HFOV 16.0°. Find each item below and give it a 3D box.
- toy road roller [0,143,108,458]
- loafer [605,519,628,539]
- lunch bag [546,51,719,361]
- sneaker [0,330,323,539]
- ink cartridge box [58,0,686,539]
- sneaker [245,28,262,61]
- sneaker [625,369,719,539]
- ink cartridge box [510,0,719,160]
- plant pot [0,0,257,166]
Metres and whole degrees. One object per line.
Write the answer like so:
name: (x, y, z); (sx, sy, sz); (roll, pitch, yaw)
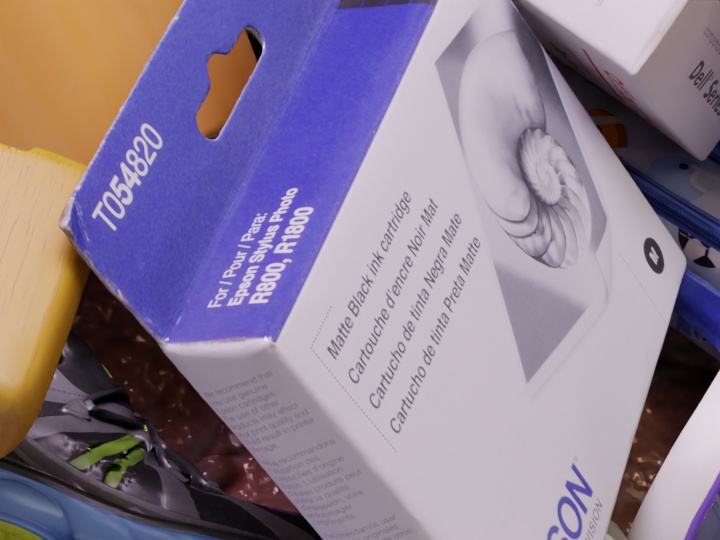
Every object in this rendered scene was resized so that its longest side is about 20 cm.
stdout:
toy road roller: (-0.157, 0.009, 0.713); (0.145, 0.200, 0.123); (21, 56, -7)
loafer: (0.066, 0.133, 0.802); (0.200, 0.075, 0.070); (43, 40, 22)
lunch bag: (0.155, -0.028, 0.946); (0.200, 0.076, 0.160); (34, 43, 27)
sneaker: (-0.081, 0.062, 0.801); (0.199, 0.071, 0.083); (20, 56, -7)
ink cartridge box: (0.017, -0.008, 0.767); (0.200, 0.040, 0.200); (50, 39, -25)
sneaker: (0.000, -0.017, 0.909); (0.079, 0.074, 0.201); (-12, 62, -3)
sneaker: (0.178, 0.079, 0.822); (0.146, 0.201, 0.081); (30, 12, 17)
ink cartridge box: (0.079, -0.107, 0.869); (0.200, 0.117, 0.067); (37, 92, 23)
plant pot: (-0.128, -0.094, 0.831); (0.200, 0.200, 0.184); (-32, 90, -38)
